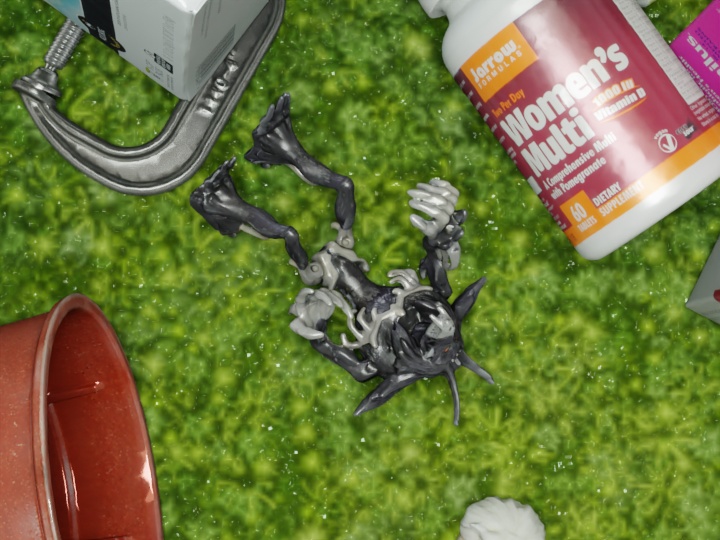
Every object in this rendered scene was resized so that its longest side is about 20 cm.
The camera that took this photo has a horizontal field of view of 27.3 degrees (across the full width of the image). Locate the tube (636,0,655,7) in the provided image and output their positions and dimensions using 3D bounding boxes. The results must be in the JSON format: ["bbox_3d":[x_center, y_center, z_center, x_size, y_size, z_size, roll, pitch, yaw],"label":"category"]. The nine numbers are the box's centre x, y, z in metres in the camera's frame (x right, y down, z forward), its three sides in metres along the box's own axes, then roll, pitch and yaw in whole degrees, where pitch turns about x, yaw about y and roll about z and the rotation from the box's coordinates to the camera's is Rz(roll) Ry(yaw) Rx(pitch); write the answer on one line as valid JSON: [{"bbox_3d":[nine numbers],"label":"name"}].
[{"bbox_3d":[0.233,-0.235,0.886,0.200,0.058,0.052,-36,71,-7],"label":"tube"}]

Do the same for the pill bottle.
[{"bbox_3d":[0.116,-0.115,0.841,0.110,0.110,0.200,-35,87,-5],"label":"pill bottle"}]

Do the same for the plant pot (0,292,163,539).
[{"bbox_3d":[-0.224,0.126,0.773,0.195,0.201,0.201,-10,85,5],"label":"plant pot"}]

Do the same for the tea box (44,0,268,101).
[{"bbox_3d":[-0.129,-0.213,0.772,0.197,0.200,0.134,37,81,-2],"label":"tea box"}]

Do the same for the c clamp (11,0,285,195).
[{"bbox_3d":[-0.138,-0.152,0.880,0.171,0.027,0.200,23,83,-5],"label":"c clamp"}]

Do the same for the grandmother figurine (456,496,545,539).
[{"bbox_3d":[0.030,0.207,0.836,0.200,0.061,0.121,-47,115,-8],"label":"grandmother figurine"}]

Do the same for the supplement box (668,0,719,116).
[{"bbox_3d":[0.245,-0.129,0.803,0.103,0.200,0.101,-43,87,-4],"label":"supplement box"}]

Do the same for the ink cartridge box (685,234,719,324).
[{"bbox_3d":[0.300,0.027,0.816,0.200,0.147,0.083,28,85,1],"label":"ink cartridge box"}]

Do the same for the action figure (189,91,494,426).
[{"bbox_3d":[0.000,0.000,0.831,0.200,0.102,0.119,42,73,3],"label":"action figure"}]
